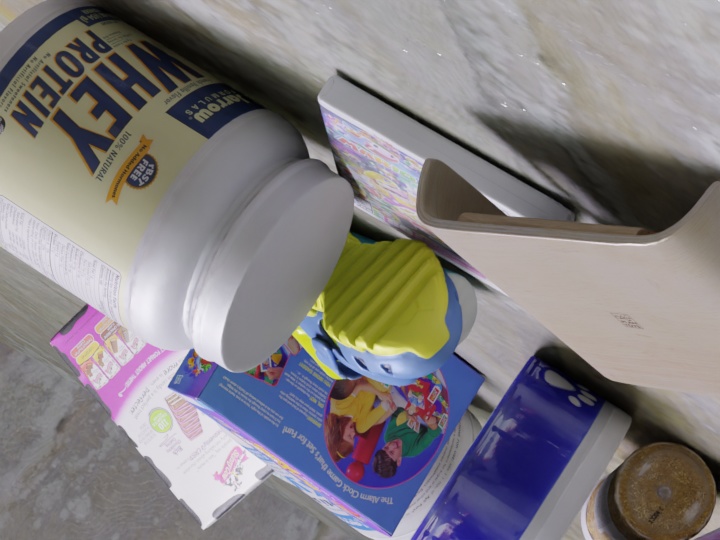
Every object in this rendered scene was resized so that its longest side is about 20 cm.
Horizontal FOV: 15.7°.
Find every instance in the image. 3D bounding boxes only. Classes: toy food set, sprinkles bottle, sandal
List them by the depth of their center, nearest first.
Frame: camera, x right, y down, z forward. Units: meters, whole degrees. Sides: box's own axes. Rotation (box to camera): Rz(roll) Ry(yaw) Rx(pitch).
[{"bbox_3d":[0.134,-0.003,1.200,0.143,0.061,0.200,39,160,-33],"label":"toy food set"},{"bbox_3d":[0.013,0.030,1.508,0.087,0.079,0.200,56,170,-20],"label":"sandal"},{"bbox_3d":[0.193,0.160,1.773,0.068,0.068,0.200,31,170,4],"label":"sprinkles bottle"}]

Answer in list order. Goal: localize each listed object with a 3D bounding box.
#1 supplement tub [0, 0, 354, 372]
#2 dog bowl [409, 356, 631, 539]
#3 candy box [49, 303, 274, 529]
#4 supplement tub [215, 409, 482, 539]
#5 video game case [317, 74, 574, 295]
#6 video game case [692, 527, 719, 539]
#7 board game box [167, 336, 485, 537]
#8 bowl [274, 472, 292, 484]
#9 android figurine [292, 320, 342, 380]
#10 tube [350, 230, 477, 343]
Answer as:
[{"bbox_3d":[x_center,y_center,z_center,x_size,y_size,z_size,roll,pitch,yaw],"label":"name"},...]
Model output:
[{"bbox_3d":[-0.118,-0.046,1.451,0.199,0.145,0.145,31,171,19],"label":"supplement tub"},{"bbox_3d":[0.089,0.157,1.687,0.079,0.201,0.200,33,171,4],"label":"dog bowl"},{"bbox_3d":[-0.136,0.088,2.099,0.200,0.061,0.136,51,126,3],"label":"candy box"},{"bbox_3d":[-0.009,0.112,1.982,0.132,0.132,0.200,21,165,49],"label":"supplement tub"},{"bbox_3d":[0.048,-0.035,1.393,0.143,0.018,0.200,31,170,10],"label":"video game case"},{"bbox_3d":[0.181,0.204,1.716,0.143,0.199,0.019,92,155,-79],"label":"video game case"},{"bbox_3d":[-0.022,0.079,1.842,0.200,0.135,0.045,38,168,-31],"label":"board game box"},{"bbox_3d":[-0.108,0.092,2.254,0.200,0.108,0.200,30,174,3],"label":"bowl"},{"bbox_3d":[-0.062,-0.008,1.677,0.182,0.041,0.200,47,175,38],"label":"android figurine"},{"bbox_3d":[0.000,0.000,1.661,0.200,0.050,0.078,27,155,56],"label":"tube"}]
